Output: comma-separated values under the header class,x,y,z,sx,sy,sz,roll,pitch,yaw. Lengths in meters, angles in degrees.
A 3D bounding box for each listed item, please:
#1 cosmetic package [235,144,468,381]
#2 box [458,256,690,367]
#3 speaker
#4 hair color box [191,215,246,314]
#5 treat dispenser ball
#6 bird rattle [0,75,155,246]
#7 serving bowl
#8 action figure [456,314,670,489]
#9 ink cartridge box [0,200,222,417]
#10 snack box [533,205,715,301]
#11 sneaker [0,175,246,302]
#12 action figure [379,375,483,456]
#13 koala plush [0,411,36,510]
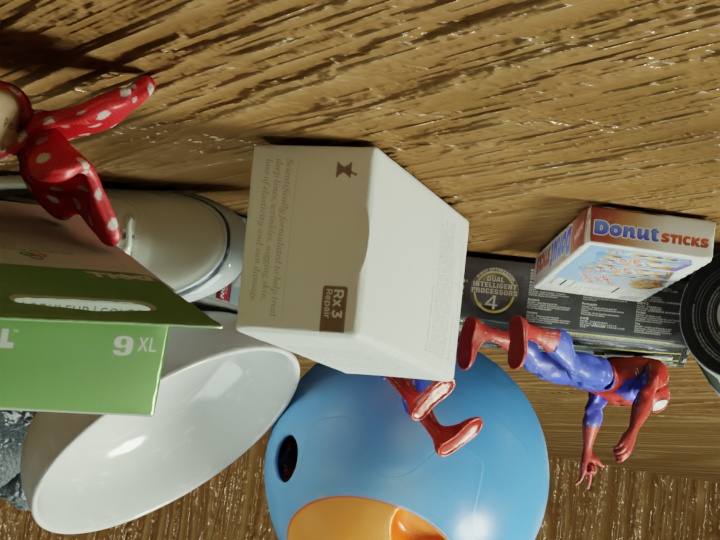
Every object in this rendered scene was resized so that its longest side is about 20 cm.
class,x,y,z,sx,sy,sz,roll,pitch,yaw
cosmetic package,0.000,0.000,1.066,0.074,0.102,0.200,3,170,19
box,0.131,0.029,1.348,0.199,0.049,0.161,6,174,9
speaker,0.247,0.041,1.215,0.081,0.082,0.200,5,172,14
hair color box,-0.100,0.000,1.297,0.099,0.061,0.200,2,171,28
treat dispenser ball,0.032,0.144,1.365,0.200,0.202,0.201,7,172,1
bird rattle,-0.192,-0.078,0.834,0.163,0.113,0.200,16,-170,28
serving bowl,-0.141,0.089,1.281,0.200,0.066,0.200,-30,157,-14
action figure,0.144,0.093,1.291,0.065,0.099,0.200,0,170,43
ink cartridge box,-0.145,0.020,0.831,0.103,0.060,0.200,5,-167,-28
snack box,0.152,-0.007,1.151,0.072,0.024,0.200,8,172,-2
sneaker,-0.164,-0.019,1.178,0.199,0.073,0.071,2,171,28
action figure,0.017,0.038,1.239,0.065,0.052,0.200,48,-179,-39
koala plush,-0.271,0.091,1.384,0.177,0.184,0.200,13,126,-26
